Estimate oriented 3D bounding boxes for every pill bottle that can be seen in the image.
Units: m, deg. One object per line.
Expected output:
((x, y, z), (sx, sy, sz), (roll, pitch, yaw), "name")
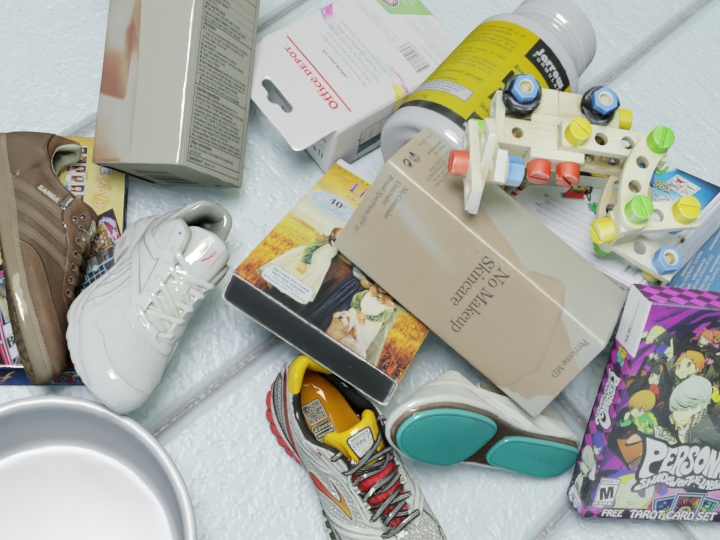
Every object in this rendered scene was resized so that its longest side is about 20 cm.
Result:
((0.114, -0.144, 0.831), (0.111, 0.112, 0.200), (37, 64, 9), "pill bottle")

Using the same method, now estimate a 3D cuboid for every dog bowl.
((-0.207, 0.191, 0.647), (0.195, 0.079, 0.204), (5, 62, -10), "dog bowl")

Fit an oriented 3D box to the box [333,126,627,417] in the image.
((0.089, 0.000, 0.732), (0.199, 0.096, 0.078), (39, 37, 6), "box")

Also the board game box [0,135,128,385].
((-0.251, -0.012, 0.767), (0.132, 0.035, 0.204), (2, 63, -11), "board game box")

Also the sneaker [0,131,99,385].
((-0.223, -0.019, 0.717), (0.074, 0.071, 0.203), (-9, 66, -22), "sneaker")

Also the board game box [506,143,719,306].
((0.188, -0.057, 0.827), (0.126, 0.035, 0.199), (-40, 48, -19), "board game box")

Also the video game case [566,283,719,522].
((0.270, 0.106, 0.739), (0.195, 0.185, 0.036), (6, 23, -14), "video game case")

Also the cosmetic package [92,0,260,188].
((-0.142, -0.174, 0.783), (0.085, 0.103, 0.205), (4, 85, 23), "cosmetic package")

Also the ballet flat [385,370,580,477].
((0.085, 0.109, 0.732), (0.197, 0.069, 0.071), (18, 55, -38), "ballet flat")

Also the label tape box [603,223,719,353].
((0.224, -0.005, 0.836), (0.197, 0.064, 0.145), (20, 57, 34), "label tape box")

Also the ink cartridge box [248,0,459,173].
((-0.015, -0.168, 0.879), (0.198, 0.068, 0.118), (-32, 72, -25), "ink cartridge box")

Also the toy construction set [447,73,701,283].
((0.147, -0.071, 0.712), (0.196, 0.092, 0.134), (12, 70, -21), "toy construction set")

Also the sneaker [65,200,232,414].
((-0.141, 0.011, 0.704), (0.078, 0.098, 0.202), (46, 30, -29), "sneaker")

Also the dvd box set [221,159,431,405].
((0.000, 0.000, 0.774), (0.145, 0.030, 0.200), (33, 38, 4), "dvd box set")

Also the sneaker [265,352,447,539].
((-0.003, 0.147, 0.711), (0.077, 0.083, 0.201), (-32, 74, -24), "sneaker")
